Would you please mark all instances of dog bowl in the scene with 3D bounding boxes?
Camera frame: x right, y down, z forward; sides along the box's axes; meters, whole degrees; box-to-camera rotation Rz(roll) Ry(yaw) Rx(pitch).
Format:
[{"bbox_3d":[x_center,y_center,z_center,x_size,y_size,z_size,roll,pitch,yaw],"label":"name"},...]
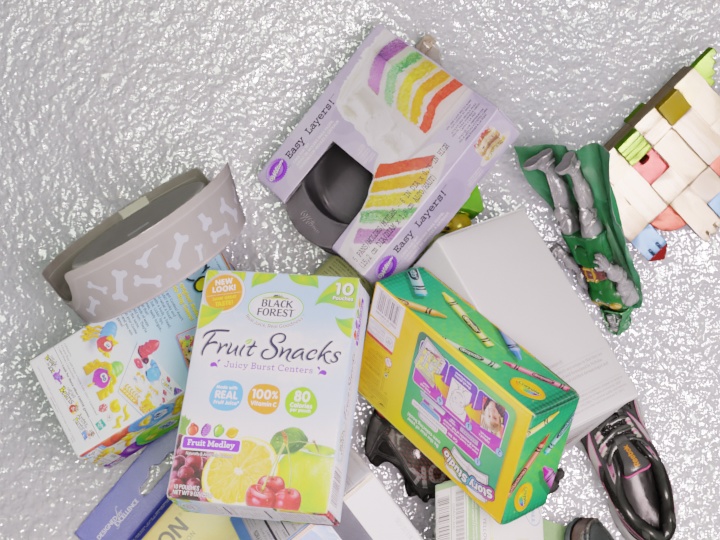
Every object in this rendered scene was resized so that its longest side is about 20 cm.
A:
[{"bbox_3d":[-0.191,-0.024,1.274,0.199,0.200,0.059,-32,105,0],"label":"dog bowl"}]

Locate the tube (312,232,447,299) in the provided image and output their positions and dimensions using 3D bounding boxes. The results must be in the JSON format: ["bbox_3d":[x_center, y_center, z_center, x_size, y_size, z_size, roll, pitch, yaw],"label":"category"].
[{"bbox_3d":[0.000,0.000,1.338,0.200,0.052,0.058,-44,130,-10],"label":"tube"}]

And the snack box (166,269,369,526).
[{"bbox_3d":[-0.076,0.105,1.181,0.140,0.053,0.203,3,69,13],"label":"snack box"}]

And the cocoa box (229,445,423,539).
[{"bbox_3d":[-0.002,0.272,1.246,0.131,0.133,0.201,-38,107,-6],"label":"cocoa box"}]

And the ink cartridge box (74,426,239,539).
[{"bbox_3d":[-0.140,0.243,1.328,0.200,0.047,0.198,40,88,2],"label":"ink cartridge box"}]

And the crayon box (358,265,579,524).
[{"bbox_3d":[0.084,0.102,1.184,0.058,0.120,0.200,-18,44,-37],"label":"crayon box"}]

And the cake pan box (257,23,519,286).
[{"bbox_3d":[0.019,-0.103,1.289,0.201,0.052,0.184,-50,50,4],"label":"cake pan box"}]

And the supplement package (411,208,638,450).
[{"bbox_3d":[0.131,0.068,1.256,0.116,0.117,0.201,-19,72,-35],"label":"supplement package"}]

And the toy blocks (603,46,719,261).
[{"bbox_3d":[0.299,-0.088,1.318,0.137,0.100,0.200,45,99,-5],"label":"toy blocks"}]

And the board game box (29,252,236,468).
[{"bbox_3d":[-0.185,0.083,1.300,0.199,0.103,0.106,-31,75,0],"label":"board game box"}]

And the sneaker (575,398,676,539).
[{"bbox_3d":[0.245,0.163,1.301,0.080,0.086,0.202,-30,86,-2],"label":"sneaker"}]

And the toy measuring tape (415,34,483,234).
[{"bbox_3d":[0.063,-0.124,1.330,0.073,0.074,0.203,-14,80,1],"label":"toy measuring tape"}]

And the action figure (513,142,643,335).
[{"bbox_3d":[0.213,-0.023,1.297,0.055,0.118,0.201,-40,119,-23],"label":"action figure"}]

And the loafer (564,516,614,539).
[{"bbox_3d":[0.254,0.317,1.293,0.063,0.072,0.202,-21,93,43],"label":"loafer"}]

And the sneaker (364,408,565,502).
[{"bbox_3d":[0.091,0.176,1.314,0.198,0.071,0.099,23,105,-9],"label":"sneaker"}]

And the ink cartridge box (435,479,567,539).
[{"bbox_3d":[0.146,0.274,1.234,0.199,0.048,0.147,21,58,-38],"label":"ink cartridge box"}]
